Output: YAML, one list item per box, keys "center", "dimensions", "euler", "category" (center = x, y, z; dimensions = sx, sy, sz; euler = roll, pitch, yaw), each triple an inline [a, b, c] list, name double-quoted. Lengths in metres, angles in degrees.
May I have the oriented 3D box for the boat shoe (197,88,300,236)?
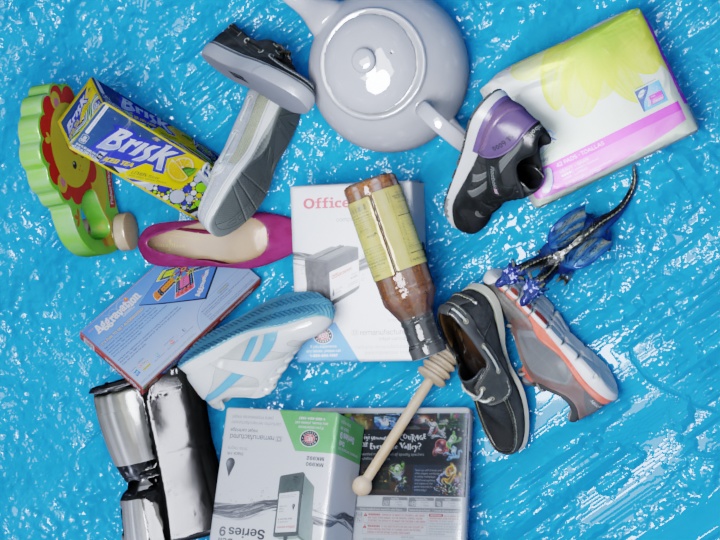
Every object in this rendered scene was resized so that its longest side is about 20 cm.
- center: [-0.137, -0.130, 1.524]
  dimensions: [0.064, 0.075, 0.203]
  euler: [16, 69, 24]
  category: "boat shoe"

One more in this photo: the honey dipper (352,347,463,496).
- center: [0.049, 0.167, 1.497]
  dimensions: [0.038, 0.038, 0.201]
  euler: [33, 80, 11]
  category: "honey dipper"

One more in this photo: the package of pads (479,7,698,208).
- center: [0.246, -0.179, 1.443]
  dimensions: [0.199, 0.068, 0.156]
  euler: [-26, 86, 15]
  category: "package of pads"

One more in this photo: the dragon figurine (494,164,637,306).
- center: [0.236, -0.032, 1.436]
  dimensions: [0.199, 0.099, 0.059]
  euler: [-39, 83, 8]
  category: "dragon figurine"

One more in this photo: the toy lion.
- center: [-0.336, -0.115, 1.544]
  dimensions: [0.068, 0.192, 0.202]
  euler: [-7, 92, 16]
  category: "toy lion"

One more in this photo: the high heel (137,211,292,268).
- center: [-0.156, -0.032, 1.525]
  dimensions: [0.198, 0.096, 0.068]
  euler: [-9, 92, -7]
  category: "high heel"

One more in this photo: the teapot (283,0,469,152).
- center: [0.026, -0.222, 1.462]
  dimensions: [0.198, 0.146, 0.200]
  euler: [-3, 93, 15]
  category: "teapot"

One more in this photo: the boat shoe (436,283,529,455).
- center: [0.133, 0.119, 1.472]
  dimensions: [0.071, 0.067, 0.202]
  euler: [-1, 112, 44]
  category: "boat shoe"

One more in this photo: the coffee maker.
- center: [-0.209, 0.213, 1.558]
  dimensions: [0.190, 0.135, 0.202]
  euler: [-14, 90, 15]
  category: "coffee maker"

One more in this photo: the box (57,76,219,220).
- center: [-0.244, -0.137, 1.518]
  dimensions: [0.070, 0.199, 0.064]
  euler: [-49, 42, 13]
  category: "box"

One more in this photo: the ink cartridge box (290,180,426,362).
- center: [0.000, 0.000, 1.510]
  dimensions: [0.143, 0.084, 0.203]
  euler: [-2, 92, 12]
  category: "ink cartridge box"

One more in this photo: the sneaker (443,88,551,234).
- center: [0.149, -0.093, 1.419]
  dimensions: [0.087, 0.201, 0.076]
  euler: [38, 58, 21]
  category: "sneaker"

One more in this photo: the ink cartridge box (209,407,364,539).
- center: [-0.085, 0.264, 1.492]
  dimensions: [0.144, 0.084, 0.202]
  euler: [0, 73, 21]
  category: "ink cartridge box"

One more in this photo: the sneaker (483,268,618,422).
- center: [0.194, 0.088, 1.472]
  dimensions: [0.082, 0.077, 0.200]
  euler: [-45, 79, 23]
  category: "sneaker"

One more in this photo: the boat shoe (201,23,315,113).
- center: [-0.111, -0.236, 1.504]
  dimensions: [0.199, 0.069, 0.057]
  euler: [31, 82, 44]
  category: "boat shoe"

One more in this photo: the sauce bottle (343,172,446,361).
- center: [0.040, -0.003, 1.427]
  dimensions: [0.065, 0.066, 0.202]
  euler: [-17, 90, 16]
  category: "sauce bottle"

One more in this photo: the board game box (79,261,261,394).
- center: [-0.220, 0.044, 1.542]
  dimensions: [0.103, 0.020, 0.200]
  euler: [39, 61, 13]
  category: "board game box"

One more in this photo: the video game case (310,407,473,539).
- center: [0.029, 0.248, 1.512]
  dimensions: [0.198, 0.023, 0.184]
  euler: [-3, 72, 21]
  category: "video game case"

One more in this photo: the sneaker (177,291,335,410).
- center: [-0.105, 0.088, 1.475]
  dimensions: [0.199, 0.077, 0.081]
  euler: [-26, 108, 26]
  category: "sneaker"
